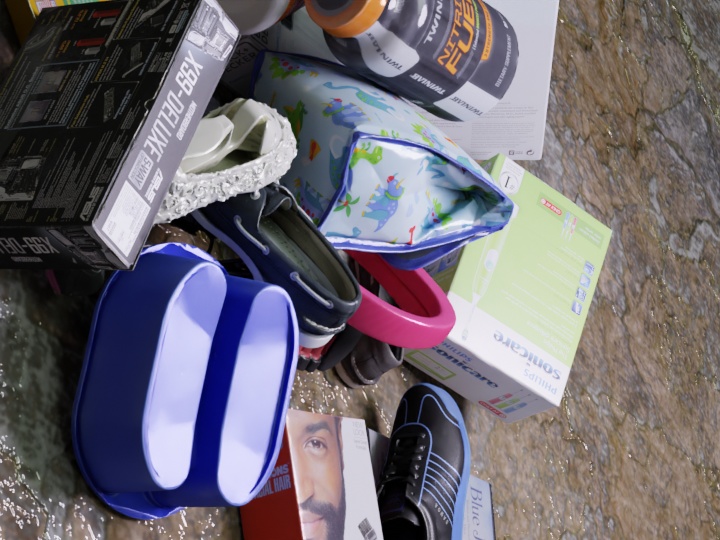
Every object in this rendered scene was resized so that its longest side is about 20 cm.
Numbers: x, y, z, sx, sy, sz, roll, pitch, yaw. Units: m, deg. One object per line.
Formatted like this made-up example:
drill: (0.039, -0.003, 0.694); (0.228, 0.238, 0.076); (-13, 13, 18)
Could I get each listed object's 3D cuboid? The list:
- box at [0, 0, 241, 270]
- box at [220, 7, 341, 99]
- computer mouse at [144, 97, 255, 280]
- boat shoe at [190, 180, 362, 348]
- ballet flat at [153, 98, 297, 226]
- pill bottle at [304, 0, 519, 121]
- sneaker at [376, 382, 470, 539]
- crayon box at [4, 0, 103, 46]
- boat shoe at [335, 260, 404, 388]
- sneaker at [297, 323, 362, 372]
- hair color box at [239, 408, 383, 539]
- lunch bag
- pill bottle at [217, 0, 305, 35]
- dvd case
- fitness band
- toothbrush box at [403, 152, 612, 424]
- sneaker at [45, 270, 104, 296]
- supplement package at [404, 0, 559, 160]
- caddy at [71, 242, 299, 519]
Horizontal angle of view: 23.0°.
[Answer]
box: (-0.187, -0.095, 1.197); (0.050, 0.157, 0.201); (50, 50, -43)
box: (-0.059, -0.191, 1.585); (0.200, 0.060, 0.118); (36, 44, -41)
computer mouse: (-0.155, -0.061, 1.378); (0.139, 0.046, 0.201); (4, 55, -36)
boat shoe: (-0.070, -0.037, 1.347); (0.200, 0.060, 0.076); (50, 41, 4)
ballet flat: (-0.099, -0.088, 1.283); (0.200, 0.071, 0.072); (-36, 103, -52)
pill bottle: (0.039, -0.200, 1.459); (0.199, 0.106, 0.107); (21, 56, -52)
sneaker: (0.047, 0.182, 1.494); (0.078, 0.070, 0.202); (35, 46, -50)
crayon box: (-0.220, -0.234, 1.371); (0.200, 0.051, 0.127); (-18, 88, -59)
boat shoe: (0.027, 0.022, 1.597); (0.067, 0.057, 0.201); (48, 38, -31)
sneaker: (-0.089, 0.036, 1.424); (0.199, 0.074, 0.087); (5, 38, -49)
hair color box: (-0.035, 0.217, 1.391); (0.111, 0.064, 0.202); (14, 60, -52)
lunch bag: (0.012, -0.092, 1.493); (0.199, 0.128, 0.170); (3, 30, -39)
pill bottle: (-0.059, -0.277, 1.475); (0.200, 0.109, 0.110); (-40, 107, -51)
dvd case: (0.062, 0.233, 1.570); (0.199, 0.017, 0.144); (29, 49, -47)
fitness band: (0.000, 0.000, 1.490); (0.143, 0.038, 0.200); (17, 22, -45)
toothbrush box: (0.135, 0.017, 1.661); (0.145, 0.086, 0.201); (31, 59, -20)
sneaker: (-0.178, -0.073, 1.288); (0.086, 0.080, 0.202); (12, 58, -17)
supplement package: (0.100, -0.227, 1.663); (0.201, 0.150, 0.152); (91, -1, -47)
caddy: (-0.130, 0.079, 1.270); (0.141, 0.104, 0.202); (21, 76, -41)
